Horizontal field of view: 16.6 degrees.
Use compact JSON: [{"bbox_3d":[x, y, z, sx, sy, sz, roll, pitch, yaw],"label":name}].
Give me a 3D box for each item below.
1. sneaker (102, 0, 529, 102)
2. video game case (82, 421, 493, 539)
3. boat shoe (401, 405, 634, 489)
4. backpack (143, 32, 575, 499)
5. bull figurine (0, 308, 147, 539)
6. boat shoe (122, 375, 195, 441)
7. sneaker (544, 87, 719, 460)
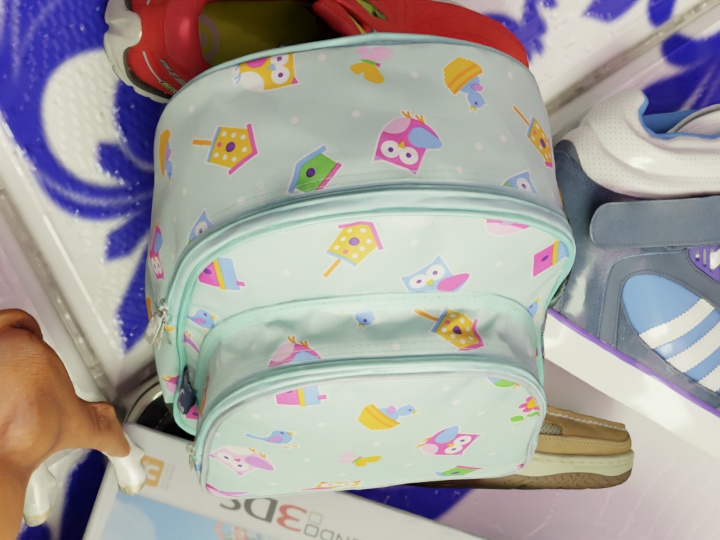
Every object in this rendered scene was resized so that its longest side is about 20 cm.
[{"bbox_3d":[-0.009,-0.086,1.041,0.199,0.085,0.078,3,93,-28],"label":"sneaker"},{"bbox_3d":[-0.045,0.185,1.028,0.181,0.022,0.201,18,76,1],"label":"video game case"},{"bbox_3d":[0.046,0.061,1.130,0.199,0.071,0.077,6,81,-37],"label":"boat shoe"},{"bbox_3d":[0.000,0.000,0.982,0.174,0.154,0.201,-3,146,-5],"label":"backpack"},{"bbox_3d":[-0.170,0.114,0.979,0.201,0.065,0.121,-56,141,-11],"label":"bull figurine"},{"bbox_3d":[-0.071,0.143,1.095,0.074,0.062,0.202,-5,105,-24],"label":"boat shoe"},{"bbox_3d":[0.164,-0.001,1.163,0.199,0.081,0.147,29,95,-25],"label":"sneaker"}]
